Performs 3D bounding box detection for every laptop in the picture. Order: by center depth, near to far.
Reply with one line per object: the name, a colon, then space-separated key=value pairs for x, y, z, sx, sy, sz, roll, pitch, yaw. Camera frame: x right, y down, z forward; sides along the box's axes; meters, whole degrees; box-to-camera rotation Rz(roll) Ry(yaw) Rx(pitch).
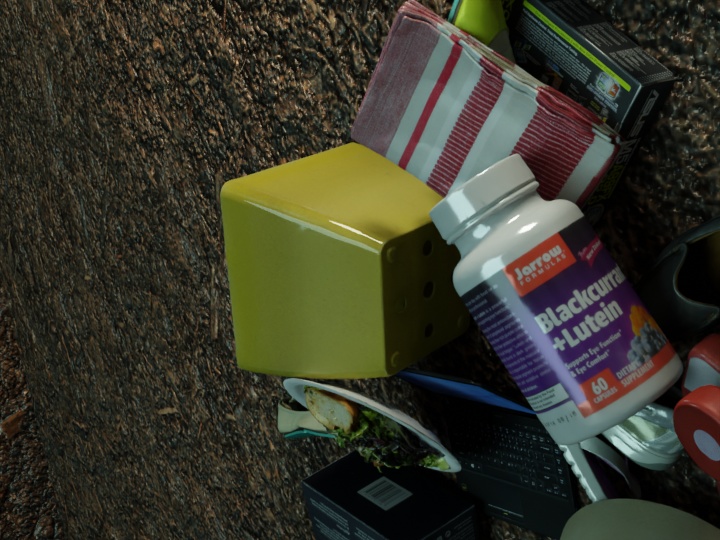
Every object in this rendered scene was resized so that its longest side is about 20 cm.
laptop: x=0.108 y=0.177 z=0.945 sx=0.177 sy=0.103 sz=0.201 roll=4 pitch=108 yaw=56

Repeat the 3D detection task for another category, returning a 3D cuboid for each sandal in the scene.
sandal: x=0.208 y=0.160 z=0.833 sx=0.050 sy=0.082 sz=0.203 roll=-31 pitch=83 yaw=13

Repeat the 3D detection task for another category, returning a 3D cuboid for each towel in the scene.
towel: x=0.092 y=-0.104 z=0.759 sx=0.200 sy=0.023 sz=0.144 roll=34 pitch=139 yaw=9

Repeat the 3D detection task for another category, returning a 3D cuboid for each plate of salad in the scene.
plate of salad: x=0.007 y=0.166 z=0.968 sx=0.199 sy=0.048 sz=0.200 roll=24 pitch=161 yaw=8

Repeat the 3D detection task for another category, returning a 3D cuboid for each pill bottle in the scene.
pill bottle: x=0.139 y=0.018 z=0.716 sx=0.200 sy=0.111 sz=0.111 roll=57 pitch=145 yaw=5

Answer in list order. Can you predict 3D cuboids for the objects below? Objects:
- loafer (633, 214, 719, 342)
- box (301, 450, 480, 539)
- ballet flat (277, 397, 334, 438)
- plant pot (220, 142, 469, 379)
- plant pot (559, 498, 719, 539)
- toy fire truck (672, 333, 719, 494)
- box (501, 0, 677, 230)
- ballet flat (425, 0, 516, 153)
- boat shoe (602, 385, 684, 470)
loafer: x=0.246 y=0.001 z=0.689 sx=0.073 sy=0.072 sz=0.200 roll=58 pitch=145 yaw=19
box: x=0.042 y=0.327 z=1.096 sx=0.200 sy=0.104 sz=0.183 roll=19 pitch=126 yaw=52
ballet flat: x=-0.053 y=0.183 z=1.230 sx=0.200 sy=0.069 sz=0.070 roll=-15 pitch=92 yaw=58
plant pot: x=0.000 y=0.000 z=0.957 sx=0.176 sy=0.200 sz=0.201 roll=16 pitch=118 yaw=40
plant pot: x=0.203 y=0.313 z=0.727 sx=0.187 sy=0.200 sz=0.188 roll=20 pitch=133 yaw=24
toy fire truck: x=0.299 y=0.144 z=0.658 sx=0.200 sy=0.112 sz=0.168 roll=45 pitch=157 yaw=37
box: x=0.145 y=-0.147 z=0.796 sx=0.200 sy=0.044 sz=0.161 roll=50 pitch=140 yaw=31
ballet flat: x=0.094 y=-0.146 z=0.786 sx=0.067 sy=0.067 sz=0.200 roll=33 pitch=136 yaw=16
boat shoe: x=0.195 y=0.077 z=0.804 sx=0.202 sy=0.074 sz=0.065 roll=45 pitch=132 yaw=29
